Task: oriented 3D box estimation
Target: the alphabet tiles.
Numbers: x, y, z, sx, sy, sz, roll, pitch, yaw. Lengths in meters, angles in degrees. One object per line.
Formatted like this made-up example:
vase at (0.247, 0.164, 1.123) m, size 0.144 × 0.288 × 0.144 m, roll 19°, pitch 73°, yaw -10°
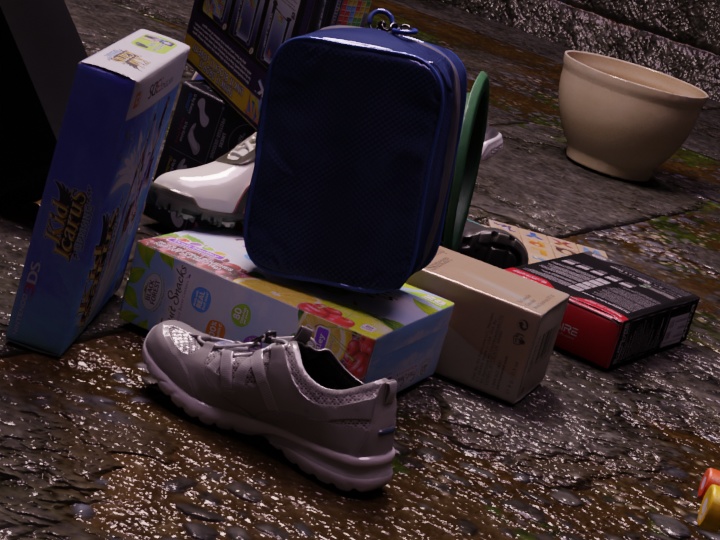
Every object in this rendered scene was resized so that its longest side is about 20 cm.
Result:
alphabet tiles at (0.169, -0.022, 1.952) m, size 0.198 × 0.008 × 0.167 m, roll 16°, pitch 15°, yaw -5°

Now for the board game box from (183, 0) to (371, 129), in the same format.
board game box at (-0.070, -0.215, 1.579) m, size 0.056 × 0.166 × 0.200 m, roll 1°, pitch 28°, yaw -32°

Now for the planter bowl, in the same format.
planter bowl at (0.350, -0.200, 2.534) m, size 0.199 × 0.136 × 0.200 m, roll 15°, pitch 14°, yaw -4°

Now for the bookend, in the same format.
bookend at (-0.323, -0.130, 1.608) m, size 0.092 × 0.198 × 0.201 m, roll -12°, pitch 76°, yaw -60°

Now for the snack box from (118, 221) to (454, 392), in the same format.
snack box at (-0.052, 0.030, 1.414) m, size 0.199 × 0.068 × 0.168 m, roll 23°, pitch 15°, yaw 19°

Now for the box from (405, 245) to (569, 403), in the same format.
box at (0.056, 0.028, 1.513) m, size 0.199 × 0.078 × 0.095 m, roll 21°, pitch 16°, yaw 15°

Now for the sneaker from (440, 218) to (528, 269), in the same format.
sneaker at (0.056, -0.026, 1.753) m, size 0.199 × 0.076 × 0.079 m, roll 20°, pitch 3°, yaw -24°

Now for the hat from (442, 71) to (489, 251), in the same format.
hat at (0.015, -0.113, 1.669) m, size 0.175 × 0.167 × 0.200 m, roll 12°, pitch 30°, yaw 7°

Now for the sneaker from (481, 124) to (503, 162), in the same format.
sneaker at (0.045, -0.160, 1.879) m, size 0.198 × 0.115 × 0.075 m, roll -2°, pitch 11°, yaw -8°

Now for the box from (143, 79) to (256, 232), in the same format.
box at (-0.082, -0.093, 1.700) m, size 0.114 × 0.133 × 0.200 m, roll 26°, pitch 18°, yaw 22°

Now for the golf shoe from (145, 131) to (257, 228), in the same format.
golf shoe at (-0.080, -0.081, 1.488) m, size 0.199 × 0.089 × 0.077 m, roll -6°, pitch 15°, yaw -35°

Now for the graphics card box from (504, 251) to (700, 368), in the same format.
graphics card box at (0.215, 0.032, 1.722) m, size 0.125 × 0.051 × 0.200 m, roll 23°, pitch 17°, yaw 25°

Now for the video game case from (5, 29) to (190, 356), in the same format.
video game case at (-0.183, -0.060, 1.338) m, size 0.045 × 0.201 × 0.181 m, roll 18°, pitch 15°, yaw 2°

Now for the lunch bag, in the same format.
lunch bag at (0.000, -0.091, 1.387) m, size 0.135 × 0.202 × 0.132 m, roll 13°, pitch 10°, yaw 9°

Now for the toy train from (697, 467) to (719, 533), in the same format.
toy train at (0.302, 0.198, 1.225) m, size 0.149 × 0.056 × 0.200 m, roll 6°, pitch 21°, yaw -37°

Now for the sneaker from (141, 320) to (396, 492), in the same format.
sneaker at (-0.054, 0.069, 1.243) m, size 0.199 × 0.083 × 0.075 m, roll 23°, pitch 16°, yaw 24°

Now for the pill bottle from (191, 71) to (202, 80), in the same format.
pill bottle at (-0.113, -0.152, 1.917) m, size 0.110 × 0.112 × 0.200 m, roll 12°, pitch 15°, yaw -14°
